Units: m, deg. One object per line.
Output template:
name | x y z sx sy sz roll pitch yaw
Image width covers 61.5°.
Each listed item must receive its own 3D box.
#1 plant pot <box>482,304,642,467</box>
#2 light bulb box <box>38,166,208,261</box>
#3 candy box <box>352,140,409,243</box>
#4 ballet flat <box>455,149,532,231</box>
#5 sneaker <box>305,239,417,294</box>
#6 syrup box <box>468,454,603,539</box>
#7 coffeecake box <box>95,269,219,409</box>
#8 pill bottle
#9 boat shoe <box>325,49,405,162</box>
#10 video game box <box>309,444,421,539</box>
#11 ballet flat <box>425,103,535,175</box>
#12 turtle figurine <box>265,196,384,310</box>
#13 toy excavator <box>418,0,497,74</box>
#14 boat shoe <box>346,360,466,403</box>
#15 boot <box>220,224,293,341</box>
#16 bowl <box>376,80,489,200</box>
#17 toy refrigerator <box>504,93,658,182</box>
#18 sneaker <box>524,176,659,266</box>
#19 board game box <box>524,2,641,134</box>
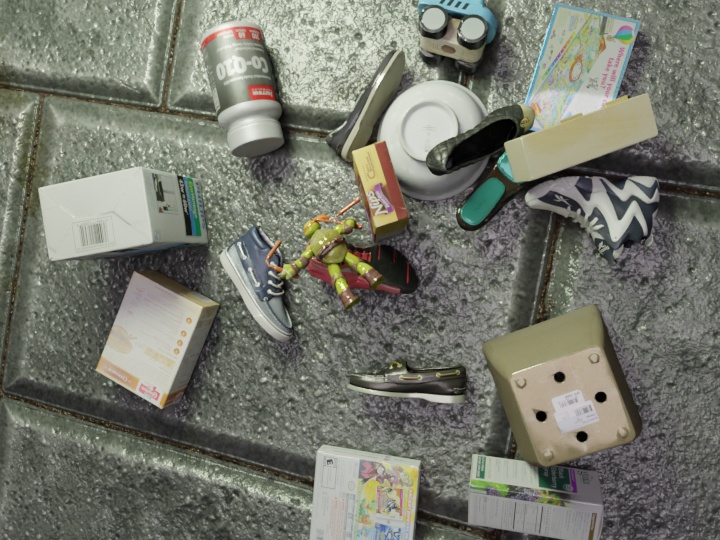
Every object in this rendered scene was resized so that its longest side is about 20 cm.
plant pot | 0.304 0.182 0.902 0.197 0.177 0.203 -21 85 12
light bulb box | -0.401 -0.093 1.053 0.195 0.200 0.127 -8 90 13
candy box | 0.030 -0.116 0.949 0.056 0.200 0.118 -17 87 -2
ballet flat | 0.227 -0.141 0.968 0.200 0.068 0.068 -42 81 1
sneaker | 0.000 0.000 1.035 0.197 0.087 0.075 17 56 -4
syrup box | 0.271 0.356 0.951 0.197 0.079 0.083 3 112 14
coffeecake box | -0.372 0.123 1.113 0.152 0.073 0.202 25 96 11
pill bottle | -0.200 -0.309 1.047 0.112 0.114 0.203 -15 87 13
boat shoe | 0.006 -0.286 1.021 0.062 0.072 0.202 34 102 21
video game box | 0.007 0.416 1.042 0.179 0.047 0.203 6 92 15
ballet flat | 0.190 -0.194 0.924 0.198 0.057 0.067 -30 125 -12
turtle figurine | -0.035 -0.031 0.951 0.199 0.065 0.162 -36 76 -26
toy excavator | 0.140 -0.450 0.986 0.192 0.100 0.203 19 82 10
boat shoe | 0.077 0.181 1.012 0.198 0.072 0.062 4 87 6
boot | -0.162 0.021 1.062 0.090 0.073 0.201 -39 81 16
bowl | 0.115 -0.220 0.987 0.198 0.090 0.205 0 90 14
toy refrigerator | 0.322 -0.197 0.894 0.197 0.076 0.071 -19 98 -2
sneaker | 0.357 -0.072 0.935 0.196 0.080 0.132 0 82 3
board game box | 0.342 -0.304 0.960 0.133 0.034 0.203 18 95 13
